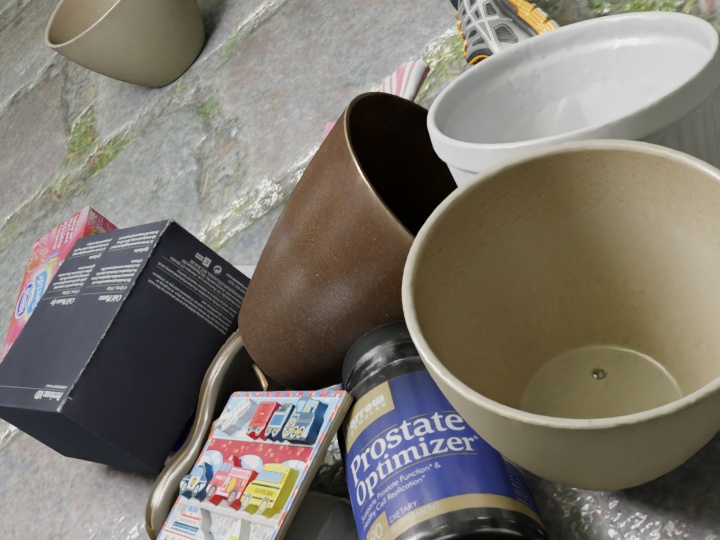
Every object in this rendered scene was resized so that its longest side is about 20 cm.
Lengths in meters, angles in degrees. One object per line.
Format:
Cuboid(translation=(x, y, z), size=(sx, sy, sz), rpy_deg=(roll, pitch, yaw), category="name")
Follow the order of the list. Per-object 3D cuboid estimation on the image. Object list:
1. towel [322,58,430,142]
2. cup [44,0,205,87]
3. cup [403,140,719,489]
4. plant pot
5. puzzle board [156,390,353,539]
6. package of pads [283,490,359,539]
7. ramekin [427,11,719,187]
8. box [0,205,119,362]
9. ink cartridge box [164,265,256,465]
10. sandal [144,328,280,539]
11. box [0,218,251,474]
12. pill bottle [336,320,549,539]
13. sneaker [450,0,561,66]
Cuboid(translation=(-0.015, -0.100, 1.076), size=(0.146, 0.030, 0.200), rpy_deg=(-64, 14, -21), category="towel")
Cuboid(translation=(-0.285, -0.321, 1.551), size=(0.200, 0.143, 0.200), rpy_deg=(-29, 39, 27), category="cup")
Cuboid(translation=(0.135, 0.046, 0.688), size=(0.200, 0.143, 0.200), rpy_deg=(-8, 47, 9), category="cup")
Cuboid(translation=(0.000, 0.000, 0.912), size=(0.200, 0.187, 0.187), rpy_deg=(-43, 32, 30), category="plant pot")
Cuboid(translation=(-0.087, 0.150, 0.835), size=(0.200, 0.017, 0.151), rpy_deg=(-12, 46, 62), category="puzzle board")
Cuboid(translation=(-0.080, 0.246, 0.835), size=(0.154, 0.068, 0.200), rpy_deg=(-1, 57, 48), category="package of pads")
Cuboid(translation=(0.155, -0.088, 0.823), size=(0.200, 0.105, 0.200), rpy_deg=(-17, 26, 9), category="ramekin")
Cuboid(translation=(-0.291, 0.046, 1.235), size=(0.095, 0.100, 0.200), rpy_deg=(-28, 40, 27), category="box")
Cuboid(translation=(-0.158, 0.083, 1.102), size=(0.200, 0.043, 0.198), rpy_deg=(2, 58, 48), category="ink cartridge box")
Cuboid(translation=(-0.104, 0.135, 0.966), size=(0.055, 0.082, 0.200), rpy_deg=(14, 65, 35), category="sandal")
Cuboid(translation=(-0.212, 0.065, 1.033), size=(0.200, 0.104, 0.182), rpy_deg=(-5, 51, 55), category="box")
Cuboid(translation=(0.045, 0.127, 0.774), size=(0.112, 0.112, 0.200), rpy_deg=(-37, 36, 16), category="pill bottle")
Cuboid(translation=(0.119, -0.209, 1.058), size=(0.077, 0.078, 0.200), rpy_deg=(-48, 34, 11), category="sneaker")
